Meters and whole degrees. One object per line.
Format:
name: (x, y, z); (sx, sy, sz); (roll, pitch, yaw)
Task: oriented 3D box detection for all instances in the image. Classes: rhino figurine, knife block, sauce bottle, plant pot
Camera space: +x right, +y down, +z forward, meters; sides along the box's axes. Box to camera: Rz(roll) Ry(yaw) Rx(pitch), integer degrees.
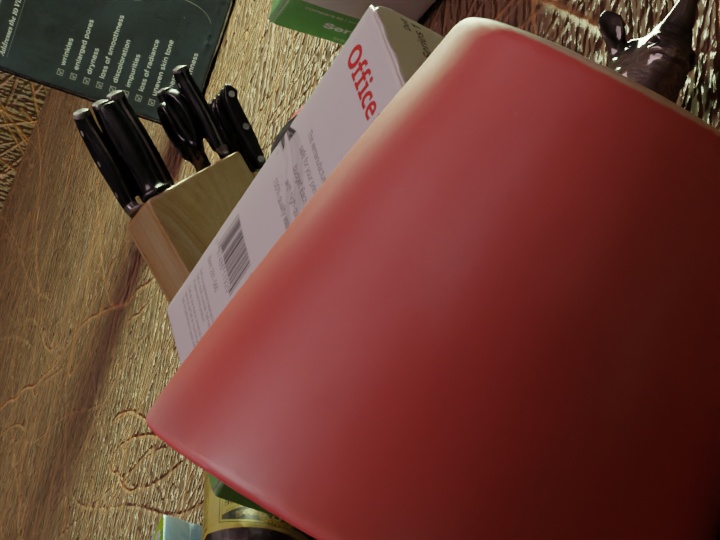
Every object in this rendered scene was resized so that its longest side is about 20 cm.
rhino figurine: (0.090, -0.030, 1.118); (0.087, 0.060, 0.201); (-77, 11, -74)
knife block: (-0.105, -0.018, 1.682); (0.064, 0.175, 0.201); (140, 146, -69)
sauce bottle: (-0.054, 0.152, 1.498); (0.200, 0.066, 0.066); (-96, 27, -56)
plant pot: (0.054, 0.024, 0.944); (0.178, 0.200, 0.200); (-61, 12, -2)

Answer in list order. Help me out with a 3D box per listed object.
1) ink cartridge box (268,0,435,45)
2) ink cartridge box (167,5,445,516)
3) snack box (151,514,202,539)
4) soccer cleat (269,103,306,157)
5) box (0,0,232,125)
ink cartridge box: (0.023, -0.235, 1.630); (0.200, 0.087, 0.146); (132, 152, -66)
ink cartridge box: (0.000, 0.000, 1.294); (0.200, 0.084, 0.146); (-54, 31, 25)
snack box: (-0.121, 0.274, 1.606); (0.169, 0.067, 0.201); (-93, 25, -57)
soccer cleat: (-0.008, -0.068, 1.508); (0.200, 0.068, 0.074); (86, -162, -72)
box: (-0.219, -0.250, 2.449); (0.124, 0.196, 0.201); (-141, 70, -77)
